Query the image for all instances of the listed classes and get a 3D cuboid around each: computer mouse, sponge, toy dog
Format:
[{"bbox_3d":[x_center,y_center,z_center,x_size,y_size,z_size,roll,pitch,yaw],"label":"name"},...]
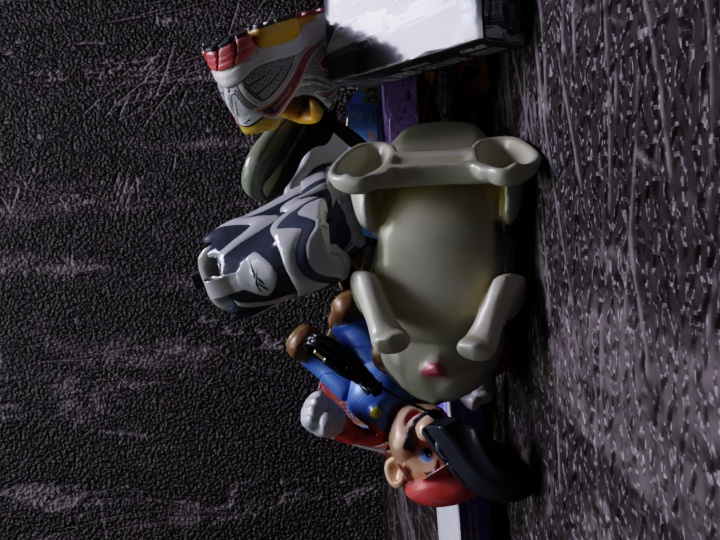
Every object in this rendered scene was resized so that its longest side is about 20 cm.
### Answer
[{"bbox_3d":[0.039,0.110,0.650,0.034,0.198,0.059,-57,0,-16],"label":"computer mouse"},{"bbox_3d":[0.031,-0.199,0.767,0.112,0.029,0.204,-90,-2,-83],"label":"sponge"},{"bbox_3d":[0.051,0.003,0.667,0.194,0.137,0.204,-98,3,-69],"label":"toy dog"}]

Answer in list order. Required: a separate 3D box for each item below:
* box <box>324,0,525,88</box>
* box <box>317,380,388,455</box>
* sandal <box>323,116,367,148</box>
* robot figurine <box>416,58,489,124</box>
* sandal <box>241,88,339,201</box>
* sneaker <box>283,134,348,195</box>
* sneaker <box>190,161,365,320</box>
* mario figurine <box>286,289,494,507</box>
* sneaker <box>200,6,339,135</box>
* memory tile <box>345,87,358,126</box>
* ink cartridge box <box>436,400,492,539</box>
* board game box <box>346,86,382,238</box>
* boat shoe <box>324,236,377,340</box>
[{"bbox_3d":[0.038,-0.246,0.644,0.156,0.049,0.204,-2,91,47],"label":"box"},{"bbox_3d":[0.031,0.091,0.998,0.096,0.098,0.202,90,-163,-48],"label":"box"},{"bbox_3d":[0.032,-0.052,0.801,0.200,0.045,0.075,48,-172,-14],"label":"sandal"},{"bbox_3d":[0.075,-0.154,0.795,0.201,0.057,0.147,90,176,-62],"label":"robot figurine"},{"bbox_3d":[-0.062,-0.136,0.786,0.202,0.056,0.081,-57,-19,-50],"label":"sandal"},{"bbox_3d":[-0.042,-0.072,0.960,0.201,0.073,0.120,-56,-13,-53],"label":"sneaker"},{"bbox_3d":[-0.070,-0.021,0.721,0.200,0.128,0.081,-83,-27,-67],"label":"sneaker"},{"bbox_3d":[0.030,0.103,0.741,0.200,0.124,0.106,46,-163,20],"label":"mario figurine"},{"bbox_3d":[-0.048,-0.161,0.720,0.199,0.077,0.083,-36,-66,-49],"label":"sneaker"},{"bbox_3d":[0.032,-0.236,0.937,0.153,0.017,0.204,-34,-43,-66],"label":"memory tile"},{"bbox_3d":[0.097,0.184,0.871,0.200,0.043,0.202,88,180,-72],"label":"ink cartridge box"},{"bbox_3d":[0.041,-0.155,0.944,0.201,0.036,0.153,-57,-26,-44],"label":"board game box"},{"bbox_3d":[0.002,-0.004,0.952,0.075,0.074,0.205,121,163,-48],"label":"boat shoe"}]
